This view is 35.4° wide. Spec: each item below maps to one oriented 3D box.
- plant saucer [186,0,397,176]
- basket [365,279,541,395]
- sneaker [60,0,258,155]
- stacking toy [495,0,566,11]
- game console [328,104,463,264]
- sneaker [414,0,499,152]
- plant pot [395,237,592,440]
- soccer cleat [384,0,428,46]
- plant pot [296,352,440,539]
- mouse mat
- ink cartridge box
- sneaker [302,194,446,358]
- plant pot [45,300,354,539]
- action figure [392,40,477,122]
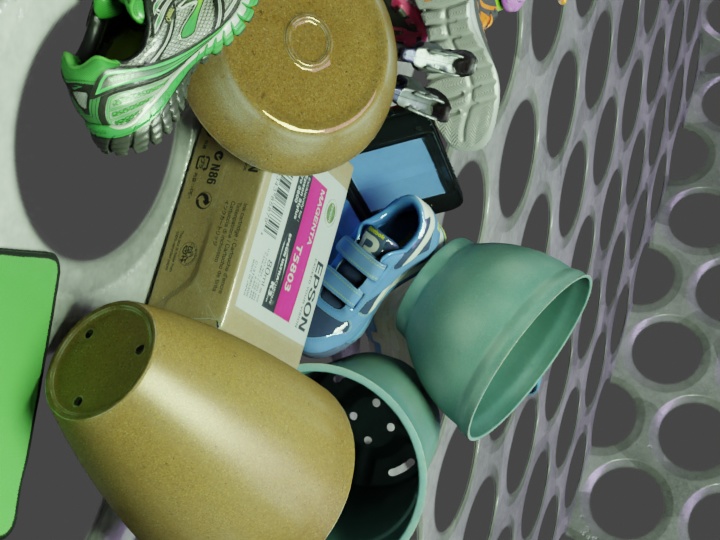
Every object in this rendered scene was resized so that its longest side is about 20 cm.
[{"bbox_3d":[-0.047,-0.176,0.879,0.199,0.035,0.202,2,86,-30],"label":"plant saucer"},{"bbox_3d":[0.108,0.067,1.305,0.139,0.199,0.177,-58,149,-41],"label":"basket"},{"bbox_3d":[-0.132,-0.178,0.773,0.085,0.078,0.201,67,41,-53],"label":"sneaker"},{"bbox_3d":[0.144,-0.317,1.211,0.110,0.199,0.117,-1,101,-67],"label":"stacking toy"},{"bbox_3d":[0.014,-0.055,1.143,0.200,0.171,0.119,57,22,-60],"label":"game console"},{"bbox_3d":[0.110,-0.225,1.131,0.112,0.077,0.202,-36,120,-63],"label":"sneaker"},{"bbox_3d":[0.121,0.051,1.140,0.200,0.134,0.201,-43,156,-24],"label":"plant pot"},{"bbox_3d":[0.031,-0.294,1.122,0.200,0.069,0.087,48,56,-63],"label":"soccer cleat"},{"bbox_3d":[-0.012,0.171,1.108,0.196,0.199,0.202,-25,124,-73],"label":"plant pot"},{"bbox_3d":[-0.252,0.084,0.704,0.161,0.007,0.202,6,96,-68],"label":"mouse mat"},{"bbox_3d":[-0.087,-0.031,0.958,0.165,0.075,0.201,37,65,-64],"label":"ink cartridge box"},{"bbox_3d":[0.000,0.000,1.108,0.200,0.074,0.082,-46,155,-15],"label":"sneaker"},{"bbox_3d":[-0.129,0.114,0.822,0.200,0.185,0.187,51,53,-46],"label":"plant pot"},{"bbox_3d":[-0.006,-0.186,0.977,0.069,0.199,0.131,-117,-138,-57],"label":"action figure"}]
